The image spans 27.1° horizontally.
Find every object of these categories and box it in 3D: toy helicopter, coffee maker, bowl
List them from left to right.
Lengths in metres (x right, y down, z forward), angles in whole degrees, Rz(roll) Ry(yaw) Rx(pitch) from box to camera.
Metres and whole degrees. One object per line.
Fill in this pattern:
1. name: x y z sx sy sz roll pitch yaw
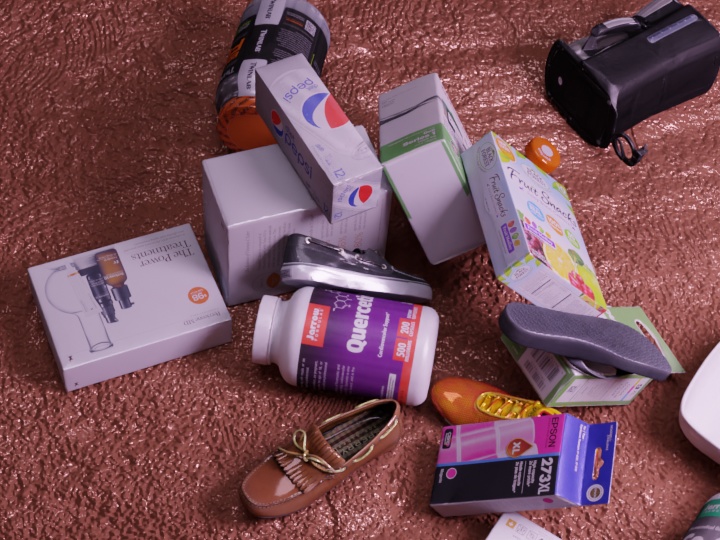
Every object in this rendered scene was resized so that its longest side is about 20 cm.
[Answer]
1. toy helicopter: 0.215 -0.063 1.809 0.132 0.079 0.200 -16 69 -49
2. coffee maker: 0.371 -0.247 1.955 0.199 0.135 0.193 -26 82 -21
3. bowl: 0.466 0.166 1.665 0.199 0.075 0.200 33 56 19

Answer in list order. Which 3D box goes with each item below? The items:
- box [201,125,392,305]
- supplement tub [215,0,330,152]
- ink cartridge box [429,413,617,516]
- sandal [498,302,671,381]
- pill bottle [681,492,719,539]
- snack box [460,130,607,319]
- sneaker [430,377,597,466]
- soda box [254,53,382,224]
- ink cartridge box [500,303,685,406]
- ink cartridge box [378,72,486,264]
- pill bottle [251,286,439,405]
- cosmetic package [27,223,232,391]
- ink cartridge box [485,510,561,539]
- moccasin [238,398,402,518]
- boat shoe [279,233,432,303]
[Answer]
1. box: -0.076 -0.064 1.748 0.199 0.153 0.107 -13 55 -14
2. supplement tub: -0.114 -0.245 1.902 0.122 0.123 0.201 10 52 3
3. ink cartridge box: 0.170 0.204 1.567 0.199 0.037 0.095 -9 53 32
4. sandal: 0.237 0.080 1.599 0.199 0.043 0.076 16 29 -13
5. pill bottle: 0.382 0.301 1.531 0.113 0.113 0.200 31 56 18
6. snack box: 0.191 -0.044 1.657 0.142 0.053 0.201 34 30 -36
7. sneaker: 0.172 0.160 1.646 0.199 0.077 0.073 22 56 14
8. soda box: -0.050 -0.151 1.678 0.063 0.068 0.200 -20 55 -19
9. ink cartridge box: 0.265 0.096 1.691 0.199 0.059 0.104 2 45 -42
10. ink cartridge box: 0.086 -0.125 1.765 0.084 0.146 0.200 -22 28 13
11. pill bottle: -0.017 0.081 1.667 0.199 0.113 0.113 9 52 2
12. cosmetic package: -0.265 0.040 1.719 0.199 0.052 0.151 -17 59 -17
13. ink cartridge box: 0.140 0.344 1.519 0.094 0.037 0.200 29 54 16
14. moccasin: -0.040 0.198 1.598 0.201 0.078 0.074 -22 57 -20
15. boat shoe: 0.000 0.000 1.714 0.199 0.069 0.057 11 76 -32
